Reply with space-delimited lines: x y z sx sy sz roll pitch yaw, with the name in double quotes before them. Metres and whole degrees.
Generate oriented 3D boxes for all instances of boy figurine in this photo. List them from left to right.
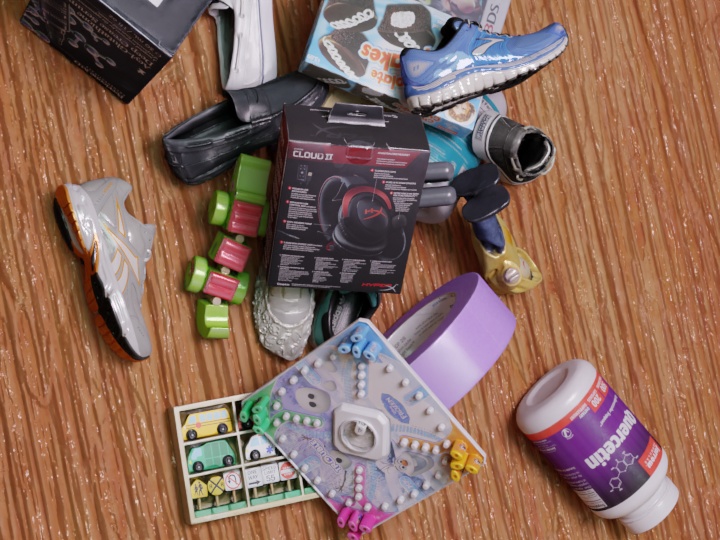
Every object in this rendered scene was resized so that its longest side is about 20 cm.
"boy figurine" 0.159 -0.028 1.650 0.064 0.201 0.125 -24 50 6

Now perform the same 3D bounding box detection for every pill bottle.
"pill bottle" 0.097 -0.163 1.674 0.110 0.111 0.201 36 70 -14
"pill bottle" 0.281 0.208 1.697 0.200 0.112 0.113 48 68 -10

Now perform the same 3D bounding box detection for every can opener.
"can opener" 0.004 -0.087 1.560 0.197 0.067 0.054 -5 88 2

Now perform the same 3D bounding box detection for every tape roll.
"tape roll" 0.074 0.094 1.577 0.066 0.200 0.200 48 68 -9

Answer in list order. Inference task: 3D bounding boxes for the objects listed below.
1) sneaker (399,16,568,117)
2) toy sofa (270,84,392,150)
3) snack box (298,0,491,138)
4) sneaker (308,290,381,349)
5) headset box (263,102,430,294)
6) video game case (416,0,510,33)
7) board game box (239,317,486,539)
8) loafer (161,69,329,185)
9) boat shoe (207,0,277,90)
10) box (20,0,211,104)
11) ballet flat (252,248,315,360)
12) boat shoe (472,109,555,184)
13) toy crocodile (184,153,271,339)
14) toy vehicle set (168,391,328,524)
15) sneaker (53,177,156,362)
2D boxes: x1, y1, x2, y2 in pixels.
"sneaker" 0.130 -0.233 1.537 0.198 0.078 0.090 -20 88 -20
"toy sofa" -0.014 -0.193 1.656 0.083 0.097 0.201 44 66 -36
"snack box" 0.043 -0.234 1.573 0.198 0.037 0.118 21 74 -11
"sneaker" 0.000 0.000 1.613 0.071 0.080 0.203 16 84 -21
"headset box" -0.016 -0.080 1.492 0.146 0.075 0.202 3 126 -10
"video game case" 0.063 -0.288 1.622 0.198 0.023 0.184 21 72 -10
"board game box" -0.002 0.173 1.515 0.200 0.199 0.026 48 34 -10
"loafer" -0.124 -0.167 1.578 0.199 0.068 0.071 -32 137 -10
"boat shoe" -0.138 -0.298 1.613 0.065 0.073 0.203 -7 84 -28
"box" -0.248 -0.278 1.494 0.148 0.200 0.108 37 71 -13
"ballet flat" -0.080 -0.004 1.600 0.071 0.072 0.203 7 80 -22
"boat shoe" 0.189 -0.132 1.676 0.063 0.200 0.072 22 94 24
"toy crocodile" -0.138 -0.025 1.566 0.067 0.062 0.202 17 94 -20
"toy vehicle set" -0.104 0.194 1.582 0.198 0.026 0.126 -9 86 -24
"sneaker" -0.246 -0.006 1.528 0.091 0.075 0.202 -20 92 -28
